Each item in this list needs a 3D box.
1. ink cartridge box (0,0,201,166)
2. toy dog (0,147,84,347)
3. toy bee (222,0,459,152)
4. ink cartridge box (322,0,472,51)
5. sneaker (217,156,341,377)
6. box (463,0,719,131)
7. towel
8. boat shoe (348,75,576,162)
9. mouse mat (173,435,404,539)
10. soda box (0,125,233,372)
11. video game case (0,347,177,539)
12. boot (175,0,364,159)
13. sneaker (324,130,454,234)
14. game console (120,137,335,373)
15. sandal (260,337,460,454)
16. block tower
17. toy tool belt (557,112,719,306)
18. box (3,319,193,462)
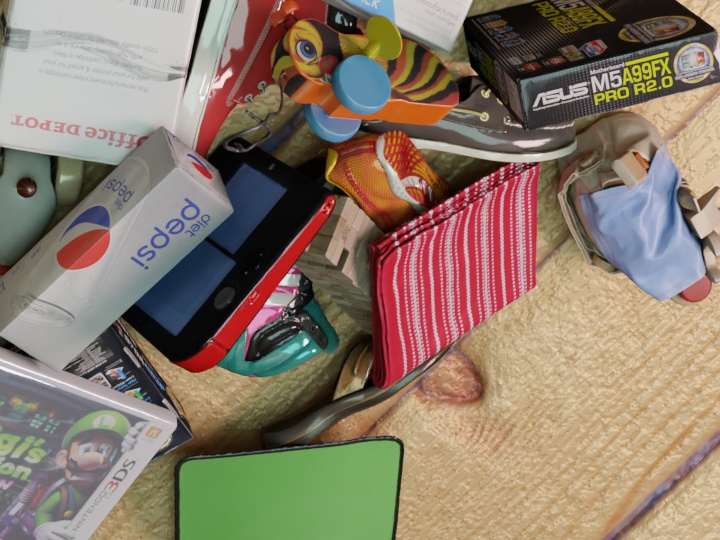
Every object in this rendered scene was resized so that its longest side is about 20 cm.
[{"bbox_3d":[-0.207,-0.192,1.668,0.145,0.084,0.200,9,104,-16],"label":"ink cartridge box"},{"bbox_3d":[-0.278,-0.020,1.719,0.132,0.096,0.200,-9,112,-7],"label":"toy dog"},{"bbox_3d":[-0.020,-0.161,1.645,0.131,0.200,0.109,-28,73,34],"label":"toy bee"},{"bbox_3d":[0.052,-0.286,1.674,0.115,0.068,0.200,23,90,-19],"label":"ink cartridge box"},{"bbox_3d":[-0.055,0.012,1.783,0.121,0.084,0.200,38,96,-24],"label":"sneaker"},{"bbox_3d":[0.180,-0.176,1.694,0.160,0.200,0.044,-15,112,-4],"label":"box"},{"bbox_3d":[0.080,0.000,1.766,0.200,0.022,0.145,-32,135,-35],"label":"towel"},{"bbox_3d":[0.085,-0.131,1.761,0.201,0.072,0.061,3,114,-9],"label":"boat shoe"},{"bbox_3d":[-0.063,0.206,1.862,0.200,0.008,0.161,-5,135,-10],"label":"mouse mat"},{"bbox_3d":[-0.196,-0.015,1.664,0.200,0.063,0.068,-41,127,13],"label":"soda box"},{"bbox_3d":[-0.279,0.156,1.748,0.200,0.023,0.182,24,114,-35],"label":"video game case"},{"bbox_3d":[-0.073,-0.155,1.725,0.144,0.072,0.200,16,103,-18],"label":"boot"},{"bbox_3d":[0.031,-0.053,1.767,0.077,0.073,0.200,-8,144,23],"label":"sneaker"},{"bbox_3d":[-0.115,-0.016,1.684,0.031,0.200,0.177,37,88,-32],"label":"game console"},{"bbox_3d":[-0.004,0.093,1.838,0.200,0.082,0.055,-29,91,8],"label":"sandal"},{"bbox_3d":[0.000,0.000,1.745,0.200,0.054,0.058,42,65,-52],"label":"block tower"},{"bbox_3d":[0.251,-0.032,1.803,0.125,0.123,0.200,-35,113,4],"label":"toy tool belt"},{"bbox_3d":[-0.262,0.129,1.781,0.200,0.046,0.159,-30,132,2],"label":"box"}]
